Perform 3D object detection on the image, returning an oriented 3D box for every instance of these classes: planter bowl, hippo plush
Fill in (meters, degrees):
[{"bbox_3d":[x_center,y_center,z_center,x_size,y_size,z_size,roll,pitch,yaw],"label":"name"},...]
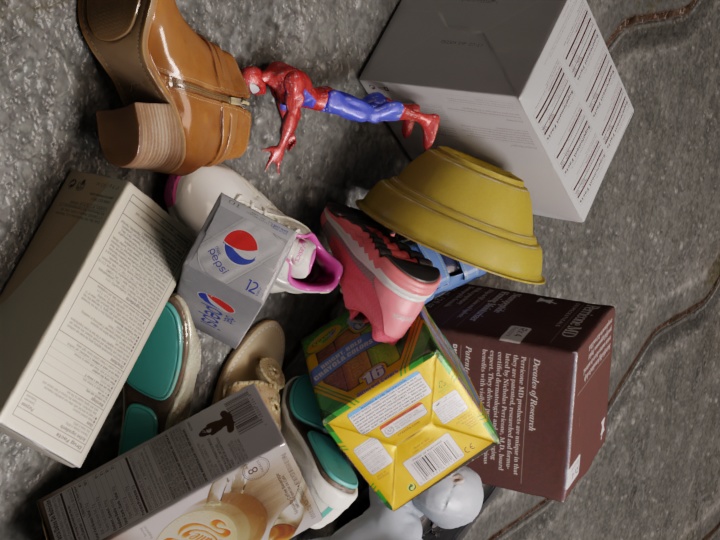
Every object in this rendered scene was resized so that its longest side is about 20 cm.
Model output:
[{"bbox_3d":[0.101,-0.065,1.194,0.200,0.200,0.084,10,106,-53],"label":"planter bowl"},{"bbox_3d":[0.047,0.262,1.251,0.162,0.198,0.160,-63,145,-23],"label":"hippo plush"}]

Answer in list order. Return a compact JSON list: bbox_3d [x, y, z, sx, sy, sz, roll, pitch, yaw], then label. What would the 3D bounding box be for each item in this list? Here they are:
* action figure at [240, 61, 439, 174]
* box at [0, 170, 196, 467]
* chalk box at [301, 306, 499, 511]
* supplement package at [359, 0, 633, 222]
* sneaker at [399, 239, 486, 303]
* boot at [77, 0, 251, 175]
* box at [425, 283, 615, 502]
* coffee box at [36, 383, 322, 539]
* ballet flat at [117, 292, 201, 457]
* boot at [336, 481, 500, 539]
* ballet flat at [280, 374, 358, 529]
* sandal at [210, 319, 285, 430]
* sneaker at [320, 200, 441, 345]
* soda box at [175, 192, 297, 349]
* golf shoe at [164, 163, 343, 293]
[{"bbox_3d":[-0.031,-0.129,1.136,0.198,0.065,0.100,15,101,-33],"label":"action figure"},{"bbox_3d":[-0.217,0.035,0.947,0.095,0.077,0.201,45,66,-45],"label":"box"},{"bbox_3d":[0.030,0.102,1.180,0.124,0.200,0.124,-33,117,4],"label":"chalk box"},{"bbox_3d":[0.142,-0.177,1.257,0.148,0.190,0.200,-61,141,-19],"label":"supplement package"},{"bbox_3d":[0.083,-0.011,1.308,0.199,0.082,0.075,-24,89,-51],"label":"sneaker"},{"bbox_3d":[-0.142,-0.177,0.990,0.155,0.076,0.203,-12,97,-59],"label":"boot"},{"bbox_3d":[0.152,0.122,1.332,0.166,0.198,0.166,-31,126,-61],"label":"box"},{"bbox_3d":[-0.145,0.196,1.013,0.199,0.080,0.115,-29,133,-8],"label":"coffee box"},{"bbox_3d":[-0.166,0.098,1.043,0.062,0.067,0.202,-30,140,-56],"label":"ballet flat"},{"bbox_3d":[0.076,0.238,1.391,0.199,0.065,0.166,19,98,-51],"label":"boot"},{"bbox_3d":[-0.050,0.166,1.150,0.069,0.200,0.070,-4,115,-9],"label":"ballet flat"},{"bbox_3d":[-0.104,0.144,1.137,0.213,0.069,0.078,-56,139,-25],"label":"sandal"},{"bbox_3d":[0.000,0.000,1.150,0.073,0.200,0.088,15,107,-27],"label":"sneaker"},{"bbox_3d":[-0.105,0.006,0.999,0.064,0.068,0.200,-64,-176,-17],"label":"soda box"},{"bbox_3d":[-0.088,-0.036,1.086,0.200,0.091,0.076,36,74,-49],"label":"golf shoe"}]
